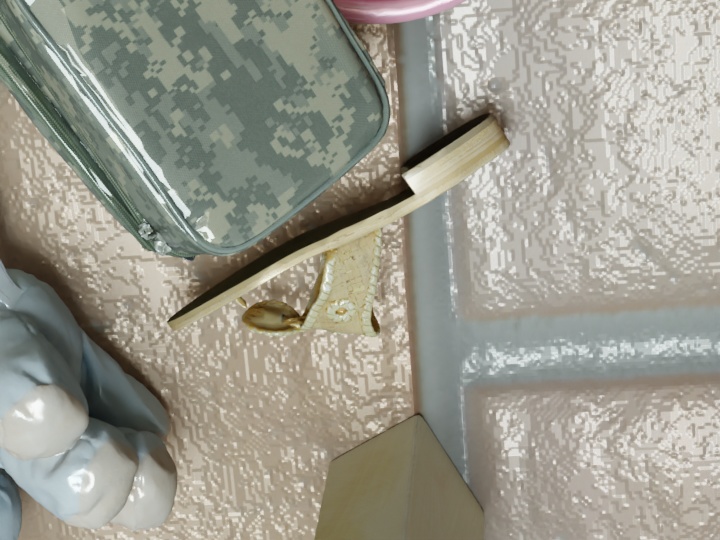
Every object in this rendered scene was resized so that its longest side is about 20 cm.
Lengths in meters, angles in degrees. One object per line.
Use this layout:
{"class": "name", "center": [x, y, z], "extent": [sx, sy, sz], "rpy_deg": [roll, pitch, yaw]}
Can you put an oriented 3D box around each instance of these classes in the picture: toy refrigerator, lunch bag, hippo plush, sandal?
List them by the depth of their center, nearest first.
{"class": "lunch bag", "center": [-0.101, -0.106, 0.896], "extent": [0.139, 0.168, 0.200], "rpy_deg": [-41, 107, -16]}
{"class": "toy refrigerator", "center": [0.018, 0.160, 0.957], "extent": [0.070, 0.200, 0.076], "rpy_deg": [-30, 104, 14]}
{"class": "hippo plush", "center": [-0.212, 0.091, 0.967], "extent": [0.161, 0.159, 0.200], "rpy_deg": [-35, 104, 7]}
{"class": "sandal", "center": [0.000, 0.001, 0.971], "extent": [0.212, 0.078, 0.070], "rpy_deg": [-33, 97, 9]}

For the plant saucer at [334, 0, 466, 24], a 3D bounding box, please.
{"class": "plant saucer", "center": [0.007, -0.228, 0.908], "extent": [0.200, 0.051, 0.201], "rpy_deg": [2, 109, 5]}
